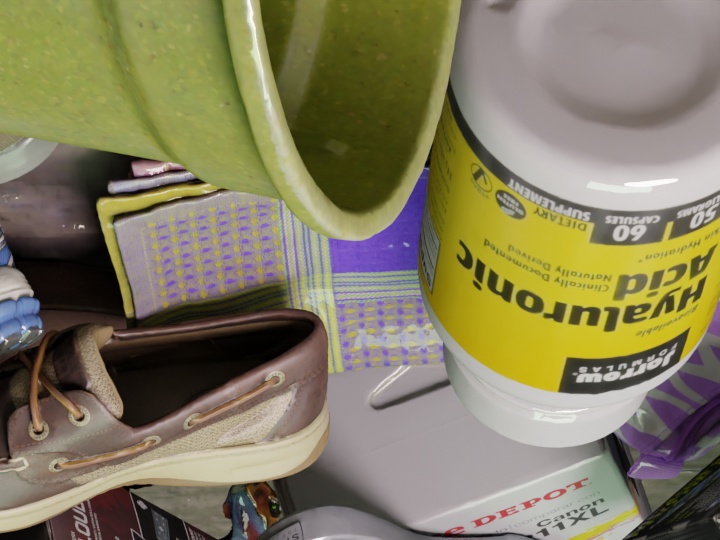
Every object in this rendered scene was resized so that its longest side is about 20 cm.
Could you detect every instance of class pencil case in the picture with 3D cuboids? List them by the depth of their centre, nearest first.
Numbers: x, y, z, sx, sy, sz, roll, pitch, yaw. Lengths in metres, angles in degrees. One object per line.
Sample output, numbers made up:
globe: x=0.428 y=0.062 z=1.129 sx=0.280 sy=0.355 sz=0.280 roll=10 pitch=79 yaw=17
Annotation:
pencil case: x=0.165 y=0.012 z=1.090 sx=0.083 sy=0.086 sz=0.200 roll=2 pitch=157 yaw=-25

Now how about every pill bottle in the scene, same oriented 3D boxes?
pill bottle: x=0.077 y=-0.021 z=0.949 sx=0.111 sy=0.112 sz=0.200 roll=-1 pitch=149 yaw=-4

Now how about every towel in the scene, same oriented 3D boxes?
towel: x=0.000 y=0.000 z=1.073 sx=0.199 sy=0.023 sz=0.144 roll=-5 pitch=142 yaw=-4

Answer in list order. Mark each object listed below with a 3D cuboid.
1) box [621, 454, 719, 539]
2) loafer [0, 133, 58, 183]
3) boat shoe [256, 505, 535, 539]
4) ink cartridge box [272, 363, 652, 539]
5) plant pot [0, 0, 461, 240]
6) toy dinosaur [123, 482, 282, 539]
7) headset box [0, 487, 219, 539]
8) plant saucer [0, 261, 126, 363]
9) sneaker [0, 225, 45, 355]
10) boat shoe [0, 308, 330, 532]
box: x=0.201 y=0.058 z=1.070 sx=0.200 sy=0.044 sz=0.160 roll=-39 pitch=177 yaw=-14
loafer: x=-0.200 y=-0.054 z=0.927 sx=0.199 sy=0.076 sz=0.070 roll=-16 pitch=147 yaw=8
boat shoe: x=0.029 y=0.152 z=1.159 sx=0.073 sy=0.067 sz=0.199 roll=-36 pitch=147 yaw=32
ink cartridge box: x=0.051 y=0.105 z=1.251 sx=0.145 sy=0.083 sz=0.200 roll=-21 pitch=154 yaw=6
plant pot: x=-0.083 y=-0.111 z=0.692 sx=0.183 sy=0.202 sz=0.200 roll=2 pitch=158 yaw=17
toy dinosaur: x=-0.133 y=0.112 z=1.251 sx=0.181 sy=0.106 sz=0.200 roll=1 pitch=-160 yaw=-46
headset box: x=-0.116 y=0.171 z=1.124 sx=0.200 sy=0.077 sz=0.149 roll=32 pitch=112 yaw=-32
plant saucer: x=-0.143 y=0.042 z=1.180 sx=0.199 sy=0.035 sz=0.200 roll=-3 pitch=157 yaw=-1
sneaker: x=-0.197 y=0.001 z=1.040 sx=0.199 sy=0.086 sz=0.077 roll=-11 pitch=-176 yaw=42
boat shoe: x=-0.107 y=0.048 z=1.043 sx=0.199 sy=0.072 sz=0.072 roll=-5 pitch=136 yaw=-11
